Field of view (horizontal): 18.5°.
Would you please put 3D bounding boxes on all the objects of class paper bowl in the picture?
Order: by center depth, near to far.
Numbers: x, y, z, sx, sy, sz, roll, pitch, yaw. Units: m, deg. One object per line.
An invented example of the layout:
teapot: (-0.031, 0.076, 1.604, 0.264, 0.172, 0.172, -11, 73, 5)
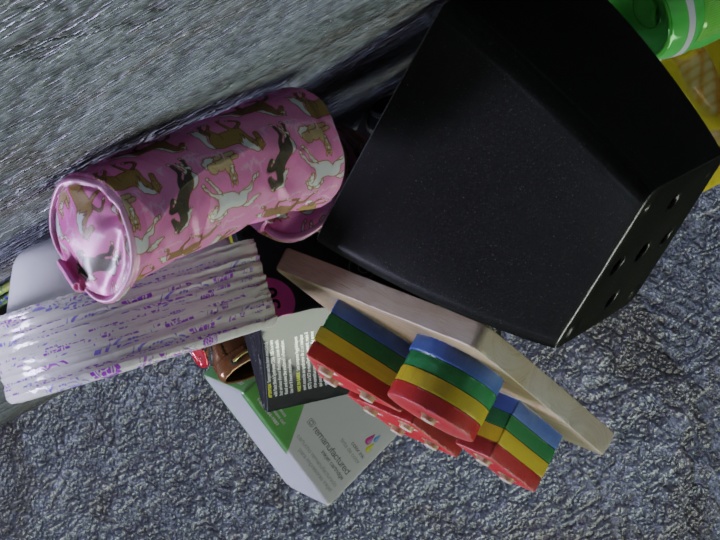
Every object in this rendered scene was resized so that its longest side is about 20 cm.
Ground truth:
paper bowl: (-0.166, 0.018, 1.548, 0.199, 0.105, 0.201, -17, -179, 0)

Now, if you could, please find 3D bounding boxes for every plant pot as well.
plant pot: (0.122, -0.064, 1.493, 0.199, 0.177, 0.201, -24, 149, -57)

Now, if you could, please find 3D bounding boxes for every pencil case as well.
pencil case: (-0.099, -0.049, 1.353, 0.082, 0.087, 0.199, 13, -153, 40)
pencil case: (-0.036, -0.065, 1.599, 0.082, 0.087, 0.200, 11, -177, 7)

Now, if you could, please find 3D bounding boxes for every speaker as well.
speaker: (0.280, -0.231, 1.717, 0.199, 0.089, 0.088, -28, 179, -33)

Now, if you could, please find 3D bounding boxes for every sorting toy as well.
sorting toy: (0.050, 0.081, 1.594, 0.199, 0.199, 0.070, 21, -102, 41)

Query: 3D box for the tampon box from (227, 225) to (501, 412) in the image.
tampon box: (0.000, 0.000, 1.761, 0.198, 0.151, 0.127, -12, 142, -9)

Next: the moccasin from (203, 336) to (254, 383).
moccasin: (-0.031, 0.049, 1.845, 0.200, 0.078, 0.074, -12, 147, -23)

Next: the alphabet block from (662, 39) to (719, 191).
alphabet block: (0.361, -0.208, 1.936, 0.199, 0.196, 0.196, -28, 177, -29)

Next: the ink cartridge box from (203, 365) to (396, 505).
ink cartridge box: (-0.016, 0.083, 1.967, 0.200, 0.145, 0.084, -44, -153, -17)

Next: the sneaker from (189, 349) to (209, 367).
sneaker: (-0.135, 0.026, 1.878, 0.078, 0.116, 0.200, -34, -170, 1)

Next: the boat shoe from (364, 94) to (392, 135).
boat shoe: (0.064, -0.134, 1.708, 0.074, 0.063, 0.199, -32, -165, -25)

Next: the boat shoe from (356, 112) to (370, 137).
boat shoe: (0.029, -0.106, 1.888, 0.070, 0.071, 0.200, -31, -176, 25)

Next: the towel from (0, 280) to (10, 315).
towel: (-0.213, -0.007, 1.759, 0.143, 0.023, 0.200, -28, 179, 28)
